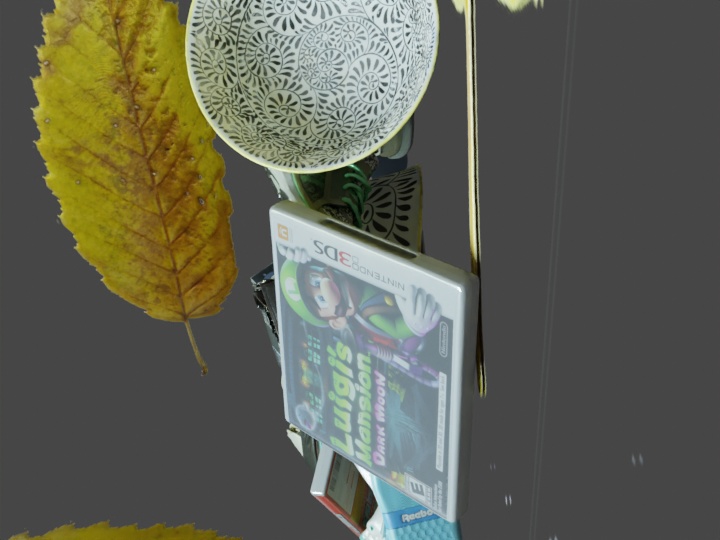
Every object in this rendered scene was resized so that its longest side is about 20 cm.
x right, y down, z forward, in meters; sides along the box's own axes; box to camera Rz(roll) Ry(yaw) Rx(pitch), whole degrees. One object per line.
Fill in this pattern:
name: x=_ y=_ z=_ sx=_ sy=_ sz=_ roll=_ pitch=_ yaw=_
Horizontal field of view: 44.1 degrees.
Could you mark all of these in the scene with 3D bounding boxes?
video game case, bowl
video game case: x=0.002 y=0.218 z=1.009 sx=0.200 sy=0.017 sz=0.144 roll=58 pitch=-141 yaw=-51
bowl: x=-0.027 y=-0.172 z=0.700 sx=0.094 sy=0.199 sz=0.203 roll=3 pitch=-98 yaw=-74
video game case: x=0.005 y=0.065 z=0.653 sx=0.181 sy=0.023 sz=0.201 roll=24 pitch=128 yaw=37
bowl: x=0.000 y=0.000 z=0.813 sx=0.201 sy=0.093 sz=0.203 roll=-174 pitch=90 yaw=-89

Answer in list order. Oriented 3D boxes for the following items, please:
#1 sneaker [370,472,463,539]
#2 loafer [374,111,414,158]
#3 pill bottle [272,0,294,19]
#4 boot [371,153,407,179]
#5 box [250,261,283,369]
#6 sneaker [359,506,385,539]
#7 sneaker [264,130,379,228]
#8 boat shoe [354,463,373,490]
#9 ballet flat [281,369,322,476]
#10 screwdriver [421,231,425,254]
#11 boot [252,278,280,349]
sneaker: x=0.046 y=0.191 z=0.775 sx=0.131 sy=0.079 sz=0.202 roll=-142 pitch=48 yaw=-86
loafer: x=0.016 y=-0.170 z=0.852 sx=0.200 sy=0.069 sz=0.076 roll=90 pitch=175 yaw=-68
pill bottle: x=-0.056 y=-0.306 z=0.810 sx=0.200 sy=0.119 sz=0.120 roll=-52 pitch=-22 yaw=-28
boot: x=0.008 y=-0.182 z=1.019 sx=0.097 sy=0.074 sz=0.202 roll=107 pitch=156 yaw=-78
box: x=-0.035 y=0.049 z=1.134 sx=0.086 sy=0.163 sz=0.201 roll=43 pitch=159 yaw=32
sneaker: x=0.044 y=0.304 z=0.969 sx=0.075 sy=0.088 sz=0.202 roll=90 pitch=175 yaw=-70
sneaker: x=-0.020 y=-0.068 z=0.724 sx=0.201 sy=0.088 sz=0.077 roll=60 pitch=174 yaw=35
boat shoe: x=0.032 y=0.175 z=0.867 sx=0.200 sy=0.065 sz=0.074 roll=52 pitch=-168 yaw=-12
ballet flat: x=-0.050 y=0.159 z=0.996 sx=0.068 sy=0.068 sz=0.202 roll=-29 pitch=-61 yaw=-46
screwdriver: x=0.064 y=0.022 z=0.794 sx=0.201 sy=0.029 sz=0.028 roll=-83 pitch=-9 yaw=-51
boot: x=-0.036 y=-0.001 z=0.982 sx=0.201 sy=0.173 sz=0.070 roll=-112 pitch=7 yaw=-53
